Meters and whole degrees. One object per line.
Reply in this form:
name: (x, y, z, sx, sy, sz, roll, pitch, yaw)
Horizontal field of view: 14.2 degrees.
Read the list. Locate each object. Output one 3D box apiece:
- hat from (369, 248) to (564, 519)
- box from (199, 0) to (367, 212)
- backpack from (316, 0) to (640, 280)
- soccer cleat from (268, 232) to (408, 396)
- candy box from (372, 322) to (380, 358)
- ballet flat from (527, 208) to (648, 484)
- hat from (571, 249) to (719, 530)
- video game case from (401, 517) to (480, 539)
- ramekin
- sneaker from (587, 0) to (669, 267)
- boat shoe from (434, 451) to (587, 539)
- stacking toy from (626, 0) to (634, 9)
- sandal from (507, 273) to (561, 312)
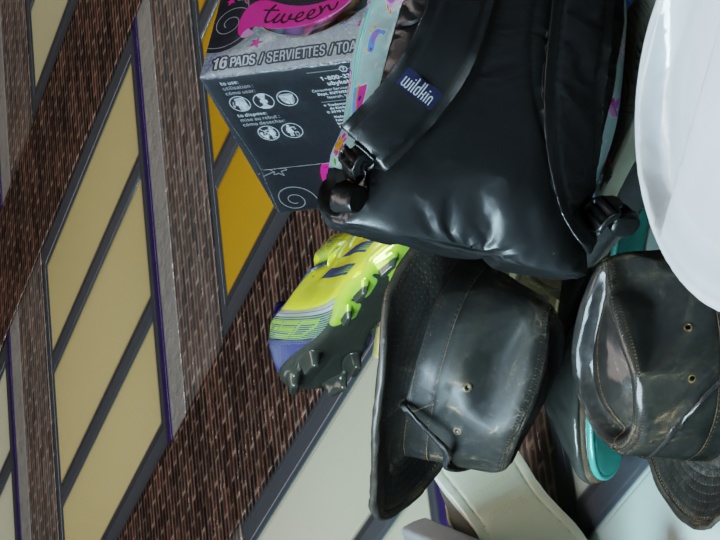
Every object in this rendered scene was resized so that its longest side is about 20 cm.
hat: (0.070, 0.055, 1.634, 0.200, 0.080, 0.202, 17, -90, -71)
box: (0.026, -0.127, 1.712, 0.132, 0.199, 0.115, 61, -148, -45)
backpack: (0.061, -0.107, 1.491, 0.126, 0.166, 0.201, -179, 101, -69)
soccer cleat: (-0.001, 0.000, 1.765, 0.200, 0.064, 0.084, -48, 47, 44)
candy box: (0.047, -0.009, 1.894, 0.200, 0.056, 0.118, -68, -14, -83)
ballet flat: (0.131, 0.024, 1.716, 0.068, 0.068, 0.201, 7, 87, 31)
hat: (0.163, 0.042, 1.600, 0.200, 0.080, 0.202, -176, 90, -73)
video game case: (0.083, 0.243, 1.743, 0.200, 0.023, 0.183, 175, 74, -81)
ramekin: (0.222, -0.077, 1.390, 0.202, 0.094, 0.204, -4, 85, 63)
sneaker: (0.169, -0.062, 1.553, 0.200, 0.106, 0.075, 118, 149, -45)
boat shoe: (0.101, 0.177, 1.793, 0.202, 0.072, 0.060, 61, 175, 40)
stacking toy: (0.159, -0.154, 1.655, 0.200, 0.109, 0.117, 119, 157, -82)
sandal: (0.109, -0.011, 1.810, 0.201, 0.080, 0.054, 107, 180, -46)
